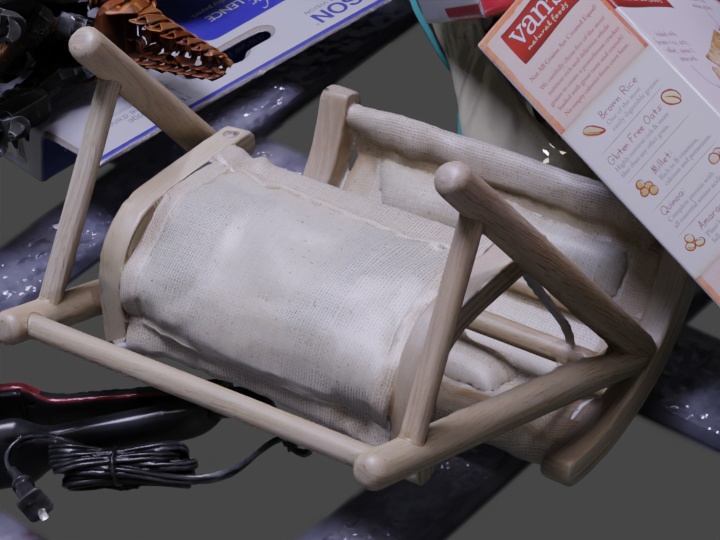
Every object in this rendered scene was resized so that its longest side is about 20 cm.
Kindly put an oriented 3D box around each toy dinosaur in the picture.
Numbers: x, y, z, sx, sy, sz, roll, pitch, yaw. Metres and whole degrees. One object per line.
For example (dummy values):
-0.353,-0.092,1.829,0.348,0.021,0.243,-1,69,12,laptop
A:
-0.154,-0.116,1.302,0.200,0.102,0.136,-11,15,36,toy dinosaur

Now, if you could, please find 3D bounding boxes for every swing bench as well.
0.000,0.000,1.136,0.199,0.130,0.200,20,7,34,swing bench

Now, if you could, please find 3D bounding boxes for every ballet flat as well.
0.071,-0.090,1.297,0.069,0.070,0.200,-12,45,-2,ballet flat

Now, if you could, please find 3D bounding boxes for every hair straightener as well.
-0.119,0.082,1.159,0.199,0.041,0.077,-1,39,3,hair straightener

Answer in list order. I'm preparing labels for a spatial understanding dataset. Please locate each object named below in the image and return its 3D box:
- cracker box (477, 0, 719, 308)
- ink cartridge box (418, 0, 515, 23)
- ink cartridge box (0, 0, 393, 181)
0.154,-0.039,1.114,0.200,0.058,0.134,48,23,19,cracker box
0.117,-0.179,1.217,0.199,0.084,0.144,-22,7,-6,ink cartridge box
-0.108,-0.119,1.397,0.197,0.047,0.200,-32,45,-27,ink cartridge box
